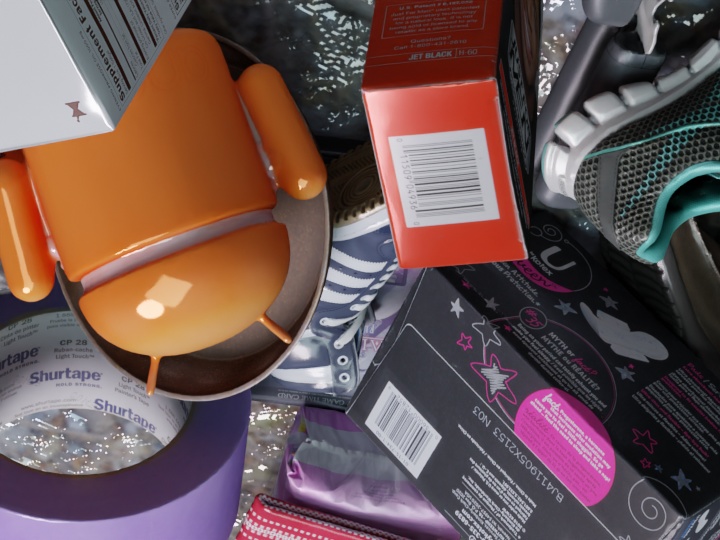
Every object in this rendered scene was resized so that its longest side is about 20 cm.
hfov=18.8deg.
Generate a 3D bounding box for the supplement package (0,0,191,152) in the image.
[{"bbox_3d":[-0.186,-0.166,1.006,0.190,0.200,0.148,-8,127,26],"label":"supplement package"}]

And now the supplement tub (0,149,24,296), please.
[{"bbox_3d":[-0.249,-0.032,1.194,0.199,0.123,0.123,-17,127,27],"label":"supplement tub"}]

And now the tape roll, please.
[{"bbox_3d":[-0.165,0.097,1.255,0.199,0.201,0.085,9,131,-1],"label":"tape roll"}]

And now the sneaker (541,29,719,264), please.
[{"bbox_3d":[0.196,-0.072,1.107,0.199,0.091,0.078,-33,148,3],"label":"sneaker"}]

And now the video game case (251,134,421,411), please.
[{"bbox_3d":[-0.017,0.006,1.280,0.142,0.019,0.201,7,130,1],"label":"video game case"}]

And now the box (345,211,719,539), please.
[{"bbox_3d":[0.113,0.089,1.210,0.200,0.114,0.132,46,131,21],"label":"box"}]

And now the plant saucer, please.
[{"bbox_3d":[-0.088,-0.031,1.182,0.199,0.034,0.202,5,100,34],"label":"plant saucer"}]

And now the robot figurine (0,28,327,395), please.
[{"bbox_3d":[-0.107,-0.043,1.099,0.116,0.143,0.201,-23,87,50],"label":"robot figurine"}]

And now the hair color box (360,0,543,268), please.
[{"bbox_3d":[0.046,-0.103,0.986,0.061,0.201,0.102,-5,130,10],"label":"hair color box"}]

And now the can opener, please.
[{"bbox_3d":[0.120,-0.118,1.128,0.066,0.054,0.201,4,134,-23],"label":"can opener"}]

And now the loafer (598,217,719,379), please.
[{"bbox_3d":[0.198,0.017,1.241,0.071,0.073,0.201,-36,123,-11],"label":"loafer"}]

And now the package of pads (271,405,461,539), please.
[{"bbox_3d":[-0.004,0.175,1.378,0.120,0.076,0.201,12,135,-4],"label":"package of pads"}]

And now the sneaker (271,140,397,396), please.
[{"bbox_3d":[0.000,0.000,1.213,0.199,0.070,0.109,-25,119,33],"label":"sneaker"}]

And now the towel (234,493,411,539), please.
[{"bbox_3d":[-0.024,0.220,1.357,0.144,0.023,0.201,17,133,-6],"label":"towel"}]
